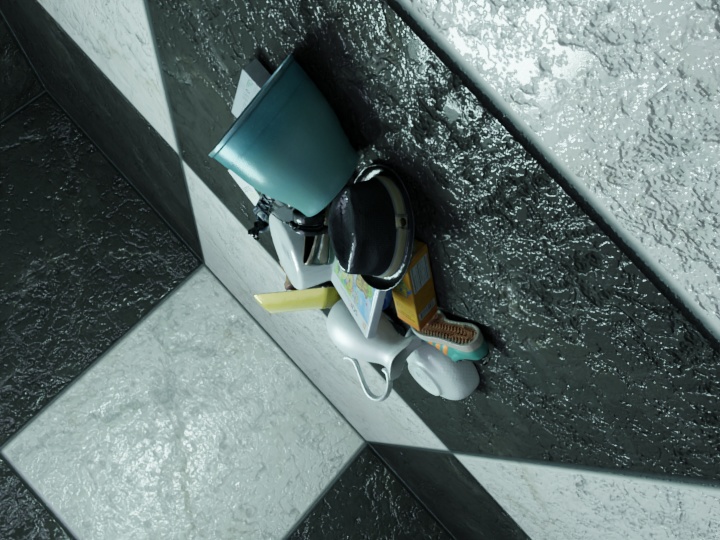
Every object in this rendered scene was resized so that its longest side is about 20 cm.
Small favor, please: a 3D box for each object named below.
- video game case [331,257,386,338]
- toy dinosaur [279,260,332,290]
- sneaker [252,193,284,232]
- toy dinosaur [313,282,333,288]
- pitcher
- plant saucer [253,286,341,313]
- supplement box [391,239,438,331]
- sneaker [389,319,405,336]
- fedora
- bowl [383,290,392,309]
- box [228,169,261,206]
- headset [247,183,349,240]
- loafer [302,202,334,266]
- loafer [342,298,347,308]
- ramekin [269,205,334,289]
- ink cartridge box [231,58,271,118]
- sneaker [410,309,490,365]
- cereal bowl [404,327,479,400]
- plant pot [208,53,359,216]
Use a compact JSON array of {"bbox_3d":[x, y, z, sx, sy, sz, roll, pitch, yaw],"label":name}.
[{"bbox_3d":[0.000,-0.010,1.069,0.183,0.021,0.204,55,141,45],"label":"video game case"},{"bbox_3d":[-0.148,0.014,1.478,0.085,0.198,0.138,29,-144,-38],"label":"toy dinosaur"},{"bbox_3d":[-0.205,-0.158,1.324,0.073,0.081,0.202,32,144,12],"label":"sneaker"},{"bbox_3d":[-0.092,0.045,1.528,0.102,0.078,0.199,41,170,-28],"label":"toy dinosaur"},{"bbox_3d":[0.012,0.166,1.242,0.197,0.175,0.121,30,-178,27],"label":"pitcher"},{"bbox_3d":[-0.129,0.071,1.384,0.199,0.194,0.050,1,-97,-72],"label":"plant saucer"},{"bbox_3d":[0.096,0.023,1.081,0.066,0.069,0.203,31,152,34],"label":"supplement box"},{"bbox_3d":[0.020,0.129,1.386,0.198,0.073,0.082,33,174,-24],"label":"sneaker"},{"bbox_3d":[0.003,-0.066,0.925,0.198,0.090,0.207,13,106,54],"label":"fedora"},{"bbox_3d":[0.000,0.000,1.289,0.200,0.039,0.202,42,161,18],"label":"bowl"},{"bbox_3d":[-0.248,-0.192,1.461,0.201,0.036,0.143,53,160,-18],"label":"box"},{"bbox_3d":[-0.111,-0.112,1.044,0.094,0.195,0.126,-71,-41,-64],"label":"headset"},{"bbox_3d":[-0.087,-0.102,1.123,0.072,0.061,0.206,37,134,56],"label":"loafer"},{"bbox_3d":[0.010,0.008,1.148,0.071,0.073,0.199,50,134,1],"label":"loafer"},{"bbox_3d":[-0.128,-0.058,1.272,0.202,0.096,0.203,56,159,35],"label":"ramekin"},{"bbox_3d":[-0.157,-0.272,1.089,0.201,0.041,0.199,49,162,-8],"label":"ink cartridge box"},{"bbox_3d":[0.174,0.137,1.129,0.198,0.071,0.081,20,149,57],"label":"sneaker"},{"bbox_3d":[0.167,0.216,1.285,0.199,0.083,0.201,40,160,17],"label":"cereal bowl"},{"bbox_3d":[-0.108,-0.196,0.917,0.187,0.202,0.199,42,164,-19],"label":"plant pot"}]
